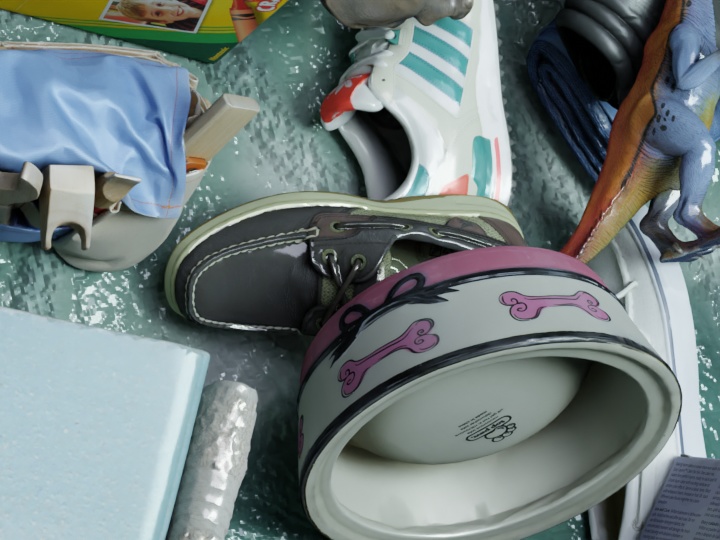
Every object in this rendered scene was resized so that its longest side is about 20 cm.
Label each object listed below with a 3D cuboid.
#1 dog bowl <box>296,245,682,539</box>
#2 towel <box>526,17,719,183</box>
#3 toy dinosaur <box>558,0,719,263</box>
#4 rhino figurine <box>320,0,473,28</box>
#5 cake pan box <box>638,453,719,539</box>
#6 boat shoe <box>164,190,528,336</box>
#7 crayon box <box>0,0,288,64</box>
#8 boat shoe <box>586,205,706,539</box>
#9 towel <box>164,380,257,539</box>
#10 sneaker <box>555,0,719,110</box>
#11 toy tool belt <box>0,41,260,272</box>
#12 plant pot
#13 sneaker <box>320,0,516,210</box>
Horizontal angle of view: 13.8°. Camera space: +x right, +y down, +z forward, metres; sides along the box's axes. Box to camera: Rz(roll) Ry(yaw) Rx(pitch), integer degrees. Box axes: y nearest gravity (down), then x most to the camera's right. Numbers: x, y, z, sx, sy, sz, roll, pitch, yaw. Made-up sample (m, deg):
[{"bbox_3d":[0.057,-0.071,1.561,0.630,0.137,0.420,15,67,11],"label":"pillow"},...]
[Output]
[{"bbox_3d":[0.057,0.064,1.513,0.200,0.200,0.074,2,52,-29],"label":"dog bowl"},{"bbox_3d":[0.187,-0.129,1.733,0.200,0.049,0.112,-34,91,-33],"label":"towel"},{"bbox_3d":[0.169,-0.101,1.574,0.200,0.105,0.182,-11,83,-7],"label":"toy dinosaur"},{"bbox_3d":[0.007,-0.220,1.552,0.087,0.060,0.200,-20,114,-35],"label":"rhino figurine"},{"bbox_3d":[0.183,0.187,1.501,0.052,0.200,0.184,27,79,-18],"label":"cake pan box"},{"bbox_3d":[0.000,0.001,1.548,0.201,0.066,0.072,-5,116,-22],"label":"boat shoe"},{"bbox_3d":[-0.107,-0.182,1.495,0.172,0.200,0.058,12,66,-25],"label":"crayon box"},{"bbox_3d":[0.131,0.061,1.626,0.086,0.075,0.202,-4,84,-28],"label":"boat shoe"},{"bbox_3d":[-0.098,0.141,1.387,0.034,0.200,0.133,18,64,-16],"label":"towel"},{"bbox_3d":[0.182,-0.115,1.665,0.099,0.071,0.200,-50,122,-3],"label":"sneaker"},{"bbox_3d":[-0.160,-0.064,1.471,0.200,0.123,0.125,-2,73,-29],"label":"toy tool belt"},{"bbox_3d":[-0.200,0.130,1.341,0.196,0.196,0.200,12,73,-22],"label":"plant pot"},{"bbox_3d":[0.022,-0.113,1.621,0.093,0.070,0.200,0,75,-35],"label":"sneaker"}]
